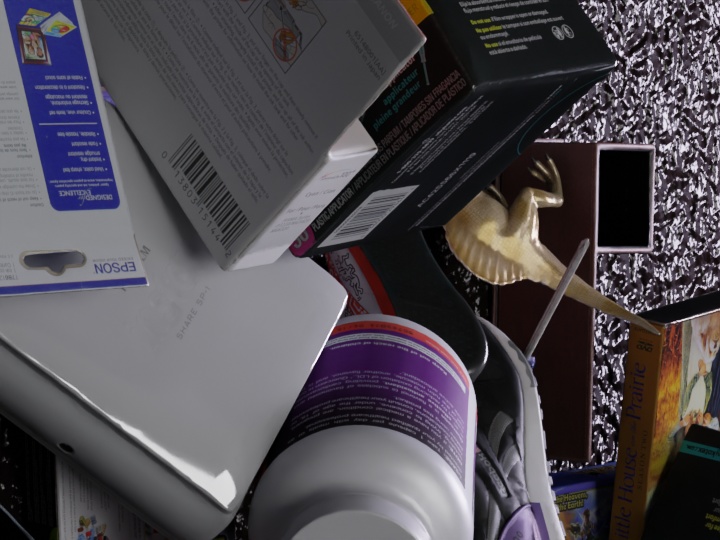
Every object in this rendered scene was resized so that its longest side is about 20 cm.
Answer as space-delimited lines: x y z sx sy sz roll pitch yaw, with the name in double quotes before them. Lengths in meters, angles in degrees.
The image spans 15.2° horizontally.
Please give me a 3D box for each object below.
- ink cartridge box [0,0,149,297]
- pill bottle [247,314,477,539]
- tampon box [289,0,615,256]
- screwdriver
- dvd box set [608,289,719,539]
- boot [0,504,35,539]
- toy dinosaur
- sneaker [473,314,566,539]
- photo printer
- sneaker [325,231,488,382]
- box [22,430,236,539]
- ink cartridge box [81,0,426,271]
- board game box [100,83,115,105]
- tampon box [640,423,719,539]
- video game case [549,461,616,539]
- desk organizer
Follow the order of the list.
"ink cartridge box" -0.170 -0.077 1.278 0.099 0.039 0.201 -2 70 -36
"pill bottle" 0.002 0.108 1.370 0.200 0.112 0.113 -81 157 -67
"tampon box" -0.002 -0.136 1.383 0.126 0.150 0.200 -13 65 -51
"screwdriver" 0.102 0.044 1.595 0.028 0.200 0.029 13 56 -8
"dvd box set" 0.214 0.115 1.728 0.146 0.029 0.201 -12 111 -48
"boot" -0.215 0.091 1.257 0.075 0.097 0.200 -57 132 -31
"toy dinosaur" 0.086 -0.023 1.613 0.200 0.058 0.101 32 39 -14
"sneaker" 0.057 0.104 1.556 0.087 0.076 0.201 13 48 -40
"photo printer" -0.119 0.016 1.340 0.200 0.069 0.167 39 53 -13
"sneaker" -0.001 0.001 1.536 0.067 0.108 0.202 -11 64 -30
"box" -0.118 0.132 1.405 0.110 0.035 0.201 -5 96 -36
"ink cartridge box" -0.058 -0.131 1.307 0.045 0.176 0.200 -12 62 -50
"board game box" -0.073 -0.056 1.462 0.158 0.039 0.201 -18 106 -48
"tampon box" 0.250 0.221 1.660 0.126 0.150 0.201 34 77 -48
"video game case" 0.150 0.219 1.743 0.200 0.045 0.182 -4 97 -50
"desk organizer" 0.132 0.018 1.684 0.072 0.077 0.201 -1 93 -50
